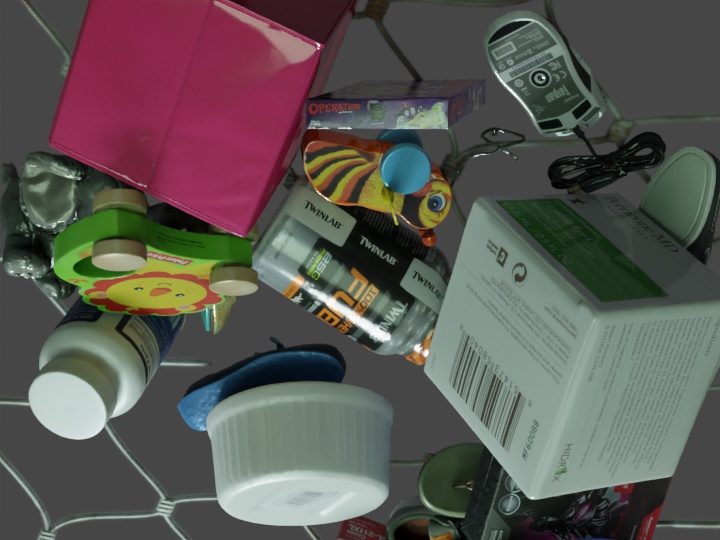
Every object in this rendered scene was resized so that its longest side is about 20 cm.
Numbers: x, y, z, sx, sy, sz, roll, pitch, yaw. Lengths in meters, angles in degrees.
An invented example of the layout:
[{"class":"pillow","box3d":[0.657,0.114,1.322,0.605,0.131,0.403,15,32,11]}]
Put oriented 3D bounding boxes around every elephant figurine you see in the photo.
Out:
[{"class":"elephant figurine","box3d":[-0.268,-0.075,1.303,0.155,0.142,0.200,31,130,-22]}]

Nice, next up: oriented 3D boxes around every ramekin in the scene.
[{"class":"ramekin","box3d":[-0.061,0.197,1.374,0.200,0.098,0.201,-3,153,-2]}]

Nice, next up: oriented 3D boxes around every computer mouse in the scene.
[{"class":"computer mouse","box3d":[0.184,-0.159,1.185,0.109,0.044,0.200,-22,119,30]}]

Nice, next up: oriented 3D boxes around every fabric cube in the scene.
[{"class":"fabric cube","box3d":[-0.131,-0.189,1.155,0.200,0.196,0.200,25,124,-1]}]

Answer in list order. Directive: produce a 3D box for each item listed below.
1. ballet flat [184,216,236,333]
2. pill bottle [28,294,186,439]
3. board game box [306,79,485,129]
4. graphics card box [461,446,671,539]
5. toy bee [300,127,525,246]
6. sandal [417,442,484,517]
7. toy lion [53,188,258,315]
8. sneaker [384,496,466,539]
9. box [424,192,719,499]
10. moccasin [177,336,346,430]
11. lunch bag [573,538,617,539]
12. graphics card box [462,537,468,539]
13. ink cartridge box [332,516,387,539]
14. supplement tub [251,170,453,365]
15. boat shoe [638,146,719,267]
[{"class":"ballet flat","box3d":[-0.147,-0.024,1.344,0.070,0.071,0.200,0,122,15]},{"class":"pill bottle","box3d":[-0.262,0.082,1.352,0.111,0.200,0.111,7,122,11]},{"class":"board game box","box3d":[0.036,-0.146,1.137,0.120,0.200,0.032,5,104,12]},{"class":"graphics card box","box3d":[0.212,0.224,1.324,0.200,0.051,0.126,9,107,-21]},{"class":"toy bee","box3d":[0.043,-0.073,1.216,0.199,0.131,0.109,9,115,12]},{"class":"sandal","box3d":[0.160,0.221,1.389,0.200,0.080,0.057,1,164,1]},{"class":"toy lion","box3d":[-0.202,-0.001,1.231,0.200,0.069,0.191,14,154,-41]},{"class":"sneaker","box3d":[0.121,0.284,1.438,0.200,0.079,0.074,-9,93,17]},{"class":"box","box3d":[0.194,0.061,1.178,0.171,0.199,0.200,-3,123,-30]},{"class":"moccasin","box3d":[-0.106,0.111,1.411,0.200,0.068,0.081,-14,109,21]},{"class":"lunch bag","box3d":[0.204,0.338,1.316,0.160,0.083,0.200,-12,148,15]},{"class":"graphics card box","box3d":[0.168,0.352,1.445,0.200,0.051,0.125,25,129,-32]},{"class":"ink cartridge box","box3d":[-0.023,0.398,1.482,0.083,0.200,0.146,23,123,0]},{"class":"supplement tub","box3d":[0.000,0.000,1.280,0.200,0.123,0.123,32,123,-6]},{"class":"boat shoe","box3d":[0.295,-0.027,1.225,0.060,0.076,0.200,-5,131,-32]}]
